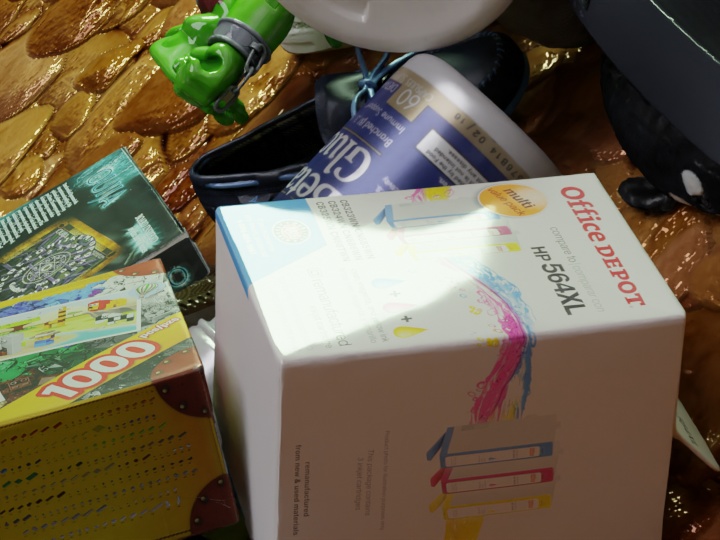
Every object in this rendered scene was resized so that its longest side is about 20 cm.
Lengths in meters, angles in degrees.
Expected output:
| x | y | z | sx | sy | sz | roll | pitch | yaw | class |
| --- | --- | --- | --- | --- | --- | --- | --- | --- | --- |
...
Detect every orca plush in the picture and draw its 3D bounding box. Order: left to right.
| x | y | z | sx | sy | sz | roll | pitch | yaw | class |
| --- | --- | --- | --- | --- | --- | --- | --- | --- | --- |
| 0.151 | -0.101 | 1.366 | 0.105 | 0.071 | 0.200 | -30 | 35 | 21 | orca plush |

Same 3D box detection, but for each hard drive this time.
| x | y | z | sx | sy | sz | roll | pitch | yaw | class |
| --- | --- | --- | --- | --- | --- | --- | --- | --- | --- |
| 0.184 | -0.114 | 1.308 | 0.134 | 0.042 | 0.200 | -7 | 31 | -16 | hard drive |

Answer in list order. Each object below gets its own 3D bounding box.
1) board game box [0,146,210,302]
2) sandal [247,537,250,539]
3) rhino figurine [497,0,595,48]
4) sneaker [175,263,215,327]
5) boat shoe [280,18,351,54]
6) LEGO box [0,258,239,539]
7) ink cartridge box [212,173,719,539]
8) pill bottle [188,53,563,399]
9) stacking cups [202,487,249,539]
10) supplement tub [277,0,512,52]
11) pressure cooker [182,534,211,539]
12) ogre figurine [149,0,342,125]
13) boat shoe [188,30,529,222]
| x | y | z | sx | sy | sz | roll | pitch | yaw | class |
| --- | --- | --- | --- | --- | --- | --- | --- | --- | --- |
| -0.158 | 0.000 | 1.461 | 0.135 | 0.028 | 0.200 | -30 | 20 | -4 | board game box |
| -0.113 | 0.117 | 1.414 | 0.211 | 0.070 | 0.078 | 21 | 88 | 28 | sandal |
| 0.067 | -0.183 | 1.507 | 0.200 | 0.060 | 0.088 | 30 | 86 | 31 | rhino figurine |
| -0.143 | 0.073 | 1.507 | 0.199 | 0.109 | 0.070 | -20 | 24 | -20 | sneaker |
| 0.014 | -0.172 | 1.592 | 0.199 | 0.069 | 0.071 | -10 | 43 | 38 | boat shoe |
| -0.165 | 0.077 | 1.236 | 0.199 | 0.077 | 0.149 | -16 | 21 | -7 | LEGO box |
| 0.046 | 0.045 | 1.211 | 0.199 | 0.126 | 0.129 | -7 | 33 | -13 | ink cartridge box |
| 0.000 | 0.000 | 1.380 | 0.200 | 0.111 | 0.111 | -46 | 33 | -3 | pill bottle |
| -0.047 | 0.084 | 1.312 | 0.200 | 0.060 | 0.061 | -50 | 32 | 8 | stacking cups |
| 0.028 | -0.221 | 1.402 | 0.144 | 0.144 | 0.200 | -21 | 36 | 32 | supplement tub |
| -0.102 | 0.215 | 1.200 | 0.176 | 0.179 | 0.200 | -27 | 25 | -27 | pressure cooker |
| -0.056 | -0.144 | 1.518 | 0.120 | 0.098 | 0.200 | -48 | -11 | 5 | ogre figurine |
| -0.004 | -0.071 | 1.502 | 0.200 | 0.069 | 0.084 | -32 | 35 | 18 | boat shoe |
